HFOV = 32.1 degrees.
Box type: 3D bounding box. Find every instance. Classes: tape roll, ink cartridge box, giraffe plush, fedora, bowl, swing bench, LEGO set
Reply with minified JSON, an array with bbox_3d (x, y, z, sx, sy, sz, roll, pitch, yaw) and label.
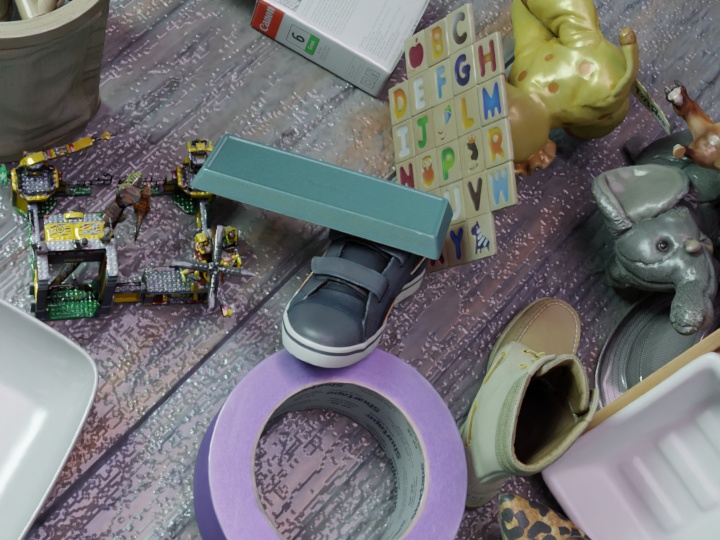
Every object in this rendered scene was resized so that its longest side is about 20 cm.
[{"bbox_3d":[-0.024,0.160,0.954,0.198,0.085,0.202,5,70,-13],"label":"tape roll"},{"bbox_3d":[-0.043,-0.253,1.119,0.199,0.050,0.110,29,66,-3],"label":"ink cartridge box"},{"bbox_3d":[0.144,-0.147,1.077,0.161,0.173,0.201,-29,47,-4],"label":"giraffe plush"},{"bbox_3d":[0.308,0.085,1.072,0.199,0.090,0.178,-29,80,-23],"label":"fedora"},{"bbox_3d":[-0.309,0.114,0.894,0.199,0.075,0.201,28,65,-6],"label":"bowl"},{"bbox_3d":[-0.251,-0.211,0.960,0.128,0.199,0.202,0,71,-16],"label":"swing bench"},{"bbox_3d":[-0.180,-0.040,0.962,0.198,0.116,0.155,5,69,-15],"label":"LEGO set"}]

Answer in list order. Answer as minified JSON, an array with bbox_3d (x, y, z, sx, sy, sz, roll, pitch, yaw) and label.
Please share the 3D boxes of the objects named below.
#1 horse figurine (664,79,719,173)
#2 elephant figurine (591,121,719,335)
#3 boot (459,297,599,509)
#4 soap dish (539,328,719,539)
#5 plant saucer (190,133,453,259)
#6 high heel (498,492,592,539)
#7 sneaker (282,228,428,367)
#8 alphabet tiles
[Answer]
[{"bbox_3d":[0.319,-0.076,0.989,0.199,0.133,0.050,31,109,6],"label":"horse figurine"},{"bbox_3d":[0.258,-0.037,1.071,0.200,0.155,0.142,-37,92,-29],"label":"elephant figurine"},{"bbox_3d":[0.143,0.088,0.988,0.072,0.155,0.201,34,65,-2],"label":"boot"},{"bbox_3d":[0.257,0.159,0.985,0.158,0.200,0.081,55,29,10],"label":"soap dish"},{"bbox_3d":[-0.027,-0.061,0.967,0.198,0.019,0.070,16,37,5],"label":"plant saucer"},{"bbox_3d":[0.193,0.238,0.925,0.071,0.142,0.201,-46,107,-28],"label":"high heel"},{"bbox_3d":[0.000,0.000,0.972,0.078,0.080,0.200,20,29,13],"label":"sneaker"},{"bbox_3d":[0.072,-0.105,1.020,0.006,0.166,0.202,-2,83,-29],"label":"alphabet tiles"}]
